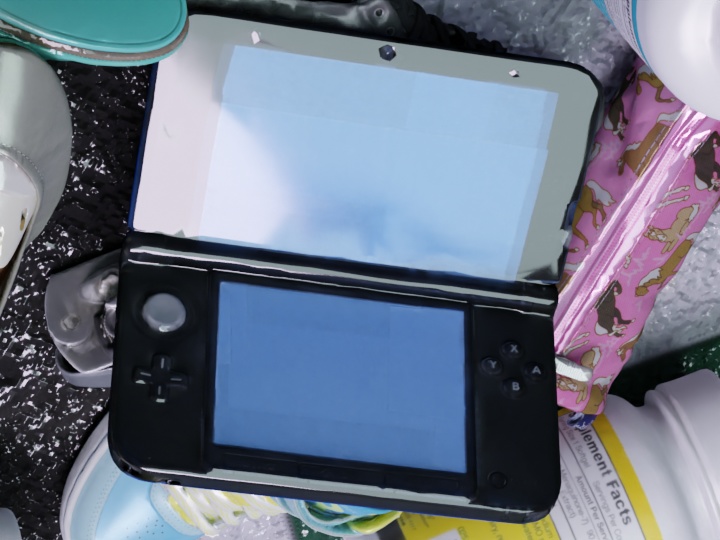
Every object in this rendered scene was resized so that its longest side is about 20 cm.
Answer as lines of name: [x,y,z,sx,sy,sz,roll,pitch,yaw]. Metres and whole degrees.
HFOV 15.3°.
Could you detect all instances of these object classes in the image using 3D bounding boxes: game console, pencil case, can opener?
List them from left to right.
can opener: [-0.051,-0.001,1.246,0.199,0.053,0.067,-21,155,-6]
game console: [0.000,0.000,1.151,0.199,0.171,0.118,7,144,-9]
pencil case: [0.126,-0.026,1.256,0.083,0.087,0.200,19,109,-40]

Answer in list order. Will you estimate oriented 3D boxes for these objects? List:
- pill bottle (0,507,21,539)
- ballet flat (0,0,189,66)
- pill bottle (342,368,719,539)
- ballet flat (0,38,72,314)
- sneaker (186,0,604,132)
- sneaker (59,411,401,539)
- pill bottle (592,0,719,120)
pill bottle: [-0.257,0.151,1.218,0.199,0.112,0.112,1,119,-18]
ballet flat: [-0.172,-0.125,1.121,0.199,0.070,0.068,14,69,-20]
pill bottle: [0.099,0.130,1.323,0.199,0.114,0.115,-22,123,-5]
ballet flat: [-0.167,-0.011,1.145,0.067,0.064,0.200,12,137,-14]
sneaker: [0.012,-0.099,1.192,0.199,0.060,0.105,-6,123,-6]
sneaker: [-0.051,0.094,1.243,0.200,0.131,0.080,-40,124,7]
pill bottle: [0.155,-0.133,1.137,0.110,0.200,0.111,-8,121,-14]
